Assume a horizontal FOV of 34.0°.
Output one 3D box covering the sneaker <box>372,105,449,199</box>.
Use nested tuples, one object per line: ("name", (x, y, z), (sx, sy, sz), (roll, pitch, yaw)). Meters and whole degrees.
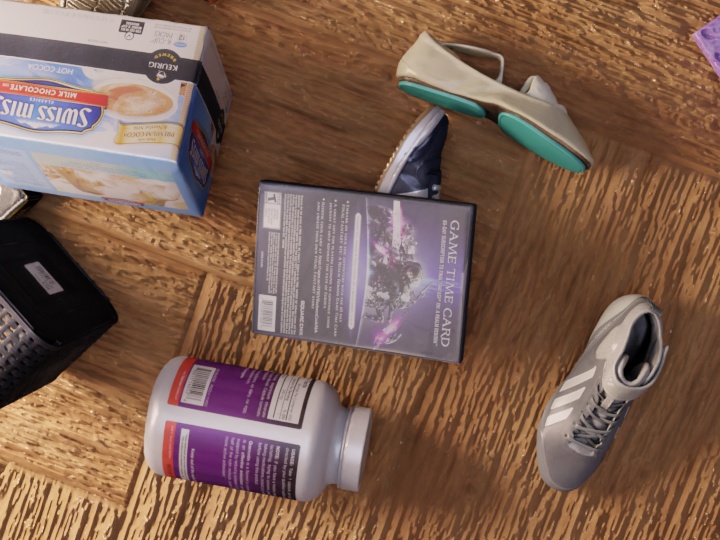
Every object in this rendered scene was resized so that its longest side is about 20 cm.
("sneaker", (0.059, -0.042, 1.078), (0.108, 0.070, 0.201), (29, 104, 7))

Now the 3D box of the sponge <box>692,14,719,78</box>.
("sponge", (0.407, -0.222, 1.046), (0.200, 0.030, 0.112), (-35, 92, 8))

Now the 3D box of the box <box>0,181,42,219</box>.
("box", (-0.431, -0.096, 1.138), (0.159, 0.049, 0.200), (-39, 90, 6))

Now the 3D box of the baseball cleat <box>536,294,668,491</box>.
("baseball cleat", (0.213, 0.116, 1.060), (0.069, 0.106, 0.201), (19, 99, -1))

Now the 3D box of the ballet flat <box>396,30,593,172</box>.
("ballet flat", (0.130, -0.158, 1.067), (0.199, 0.069, 0.070), (26, 97, 3))

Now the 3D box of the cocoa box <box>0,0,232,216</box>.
("cocoa box", (-0.231, -0.142, 1.052), (0.199, 0.133, 0.132), (9, 72, 5))

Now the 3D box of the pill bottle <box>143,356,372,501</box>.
("pill bottle", (-0.092, 0.149, 1.092), (0.199, 0.112, 0.113), (10, 96, 5))

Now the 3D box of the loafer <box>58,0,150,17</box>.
("loafer", (-0.210, -0.286, 1.089), (0.076, 0.068, 0.200), (39, 114, 6))

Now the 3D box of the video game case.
("video game case", (0.000, 0.000, 1.058), (0.199, 0.019, 0.144), (7, 103, 14))

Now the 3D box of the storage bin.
("storage bin", (-0.317, 0.035, 1.060), (0.094, 0.200, 0.135), (-42, 90, 9))
